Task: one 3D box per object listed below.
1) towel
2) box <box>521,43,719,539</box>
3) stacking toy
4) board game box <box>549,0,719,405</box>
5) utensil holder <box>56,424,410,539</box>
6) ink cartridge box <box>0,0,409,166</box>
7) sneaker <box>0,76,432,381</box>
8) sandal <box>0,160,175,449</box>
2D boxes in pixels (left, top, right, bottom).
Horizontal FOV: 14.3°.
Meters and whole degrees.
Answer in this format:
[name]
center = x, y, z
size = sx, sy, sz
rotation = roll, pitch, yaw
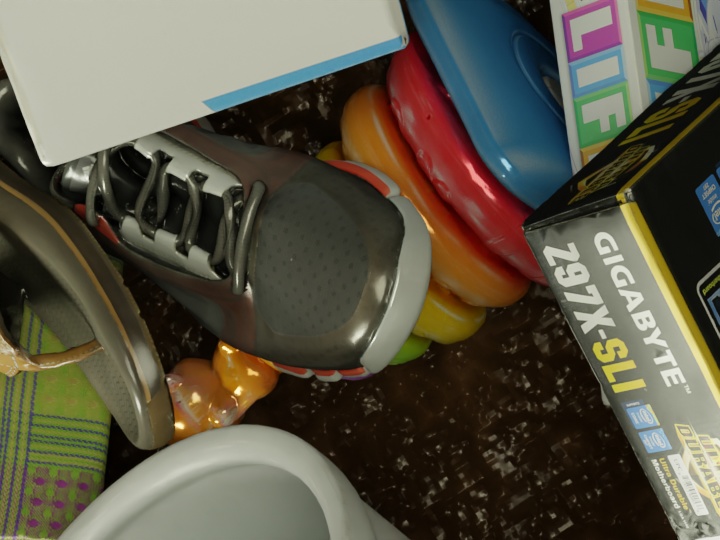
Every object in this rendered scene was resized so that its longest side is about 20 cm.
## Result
[towel]
center = -0.188, 0.035, 1.033
size = 0.199, 0.023, 0.144
rotation = 4, 65, -1
[box]
center = 0.150, 0.005, 0.936
size = 0.049, 0.200, 0.160
rotation = -19, 104, 43
[stacking toy]
center = 0.000, 0.000, 1.029
size = 0.200, 0.116, 0.110
rotation = -40, 49, 18
[board game box]
center = 0.124, -0.053, 0.987
size = 0.034, 0.134, 0.201
rotation = -16, 76, 42
[utensil holder]
center = -0.009, 0.176, 0.962
size = 0.170, 0.170, 0.200
rotation = -47, 125, 2
[ink cartridge box]
center = -0.070, -0.139, 0.974
size = 0.128, 0.200, 0.126
rotation = -18, 110, 0
[sneaker]
center = -0.062, -0.018, 0.976
size = 0.200, 0.082, 0.077
rotation = 24, 98, 43
[sandal]
center = -0.132, -0.005, 0.995
size = 0.054, 0.082, 0.200
rotation = -36, 67, -17
